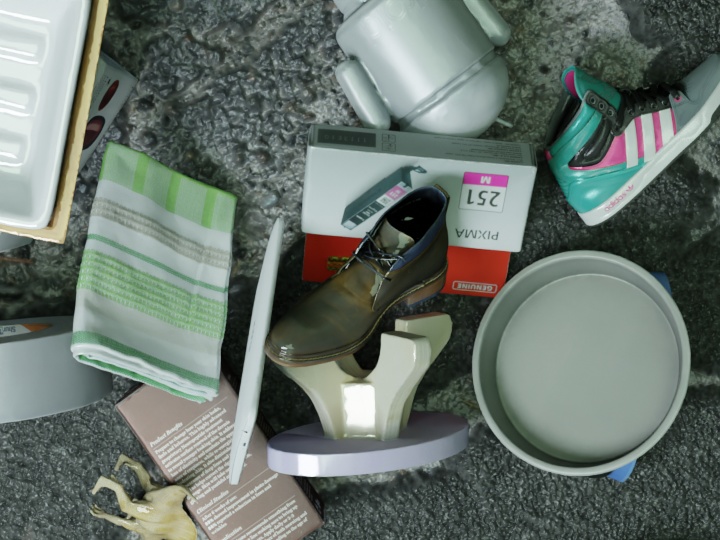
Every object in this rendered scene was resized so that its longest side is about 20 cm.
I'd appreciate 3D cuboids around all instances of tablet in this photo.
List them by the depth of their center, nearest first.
[{"bbox_3d":[-0.090,0.069,1.177,0.013,0.131,0.202,10,55,-7],"label":"tablet"}]

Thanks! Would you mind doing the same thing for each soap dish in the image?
[{"bbox_3d":[-0.278,-0.135,1.026,0.155,0.081,0.202,11,94,-3],"label":"soap dish"}]

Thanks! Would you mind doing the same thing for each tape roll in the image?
[{"bbox_3d":[-0.315,0.085,1.181,0.198,0.200,0.067,-5,95,-1],"label":"tape roll"}]

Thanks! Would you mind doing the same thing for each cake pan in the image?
[{"bbox_3d":[0.199,0.084,1.228,0.198,0.037,0.203,-6,76,23],"label":"cake pan"}]

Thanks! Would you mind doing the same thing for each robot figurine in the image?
[{"bbox_3d":[0.055,-0.191,1.215,0.169,0.113,0.201,-38,95,-14],"label":"robot figurine"}]

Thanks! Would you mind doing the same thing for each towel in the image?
[{"bbox_3d":[-0.172,0.000,1.186,0.148,0.031,0.202,25,59,-37],"label":"towel"}]

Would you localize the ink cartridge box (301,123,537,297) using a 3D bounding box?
[{"bbox_3d":[0.046,-0.039,1.217,0.197,0.044,0.175,5,127,-2],"label":"ink cartridge box"}]

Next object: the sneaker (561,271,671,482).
[{"bbox_3d":[0.230,0.094,1.263,0.077,0.070,0.202,12,94,-7],"label":"sneaker"}]

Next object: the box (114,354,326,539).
[{"bbox_3d":[-0.127,0.172,1.258,0.100,0.075,0.201,-34,96,1],"label":"box"}]

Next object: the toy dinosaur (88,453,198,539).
[{"bbox_3d":[-0.188,0.211,1.236,0.101,0.201,0.058,33,50,3],"label":"toy dinosaur"}]

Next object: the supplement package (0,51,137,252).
[{"bbox_3d":[-0.310,-0.132,1.166,0.146,0.200,0.192,34,93,-4],"label":"supplement package"}]

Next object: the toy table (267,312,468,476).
[{"bbox_3d":[0.006,0.106,1.214,0.199,0.183,0.119,-9,100,-44],"label":"toy table"}]

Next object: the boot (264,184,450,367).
[{"bbox_3d":[0.000,0.000,1.124,0.074,0.098,0.199,36,48,27],"label":"boot"}]

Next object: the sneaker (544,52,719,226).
[{"bbox_3d":[0.242,-0.151,1.243,0.200,0.084,0.121,-45,104,3],"label":"sneaker"}]
